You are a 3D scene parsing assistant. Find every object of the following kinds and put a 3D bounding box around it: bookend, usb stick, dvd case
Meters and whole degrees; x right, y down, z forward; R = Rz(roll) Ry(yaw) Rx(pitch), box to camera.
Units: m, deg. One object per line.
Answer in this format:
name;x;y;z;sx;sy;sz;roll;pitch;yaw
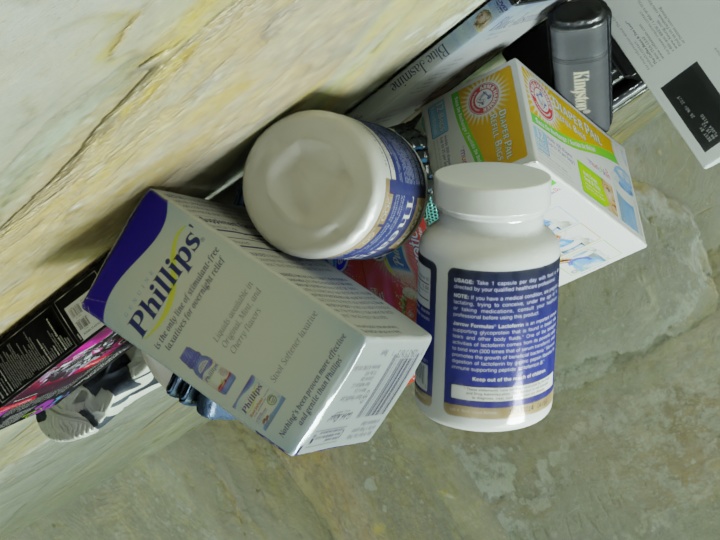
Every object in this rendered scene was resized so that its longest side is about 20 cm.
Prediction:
bookend;0.178;-0.171;1.696;0.198;0.092;0.200;-34;174;15
usb stick;0.193;-0.173;1.522;0.055;0.033;0.200;-13;154;3
dvd case;0.080;-0.177;1.454;0.200;0.018;0.143;-36;174;29

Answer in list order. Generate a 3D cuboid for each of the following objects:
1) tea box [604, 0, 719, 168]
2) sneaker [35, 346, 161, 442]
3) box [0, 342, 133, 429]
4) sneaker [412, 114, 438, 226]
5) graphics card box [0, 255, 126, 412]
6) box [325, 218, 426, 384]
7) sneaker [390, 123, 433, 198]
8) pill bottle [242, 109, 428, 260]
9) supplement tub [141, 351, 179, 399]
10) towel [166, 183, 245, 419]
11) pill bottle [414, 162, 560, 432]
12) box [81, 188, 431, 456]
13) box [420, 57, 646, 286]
tea box;0.330;-0.220;1.570;0.133;0.200;0.197;-36;176;27
sneaker;-0.238;0.105;1.794;0.199;0.080;0.129;-47;160;28
box;-0.307;0.106;1.641;0.143;0.036;0.200;-35;174;28
sneaker;0.090;-0.063;1.721;0.091;0.200;0.078;-20;-161;34
graphics card box;-0.226;0.043;1.452;0.200;0.051;0.125;-37;173;25
box;0.000;0.000;1.530;0.095;0.201;0.100;14;142;-39
sneaker;0.015;-0.056;1.678;0.075;0.087;0.201;-18;128;-36
pill bottle;-0.010;-0.064;1.371;0.111;0.111;0.200;-34;171;14
supplement tub;-0.099;0.035;1.633;0.145;0.145;0.200;-36;174;35
towel;-0.094;0.025;1.469;0.112;0.048;0.201;15;93;-63
pill bottle;0.103;0.019;1.407;0.115;0.201;0.116;1;-162;0
box;-0.073;0.038;1.301;0.105;0.200;0.184;-58;164;7
box;0.154;-0.082;1.535;0.101;0.113;0.200;-25;146;28
